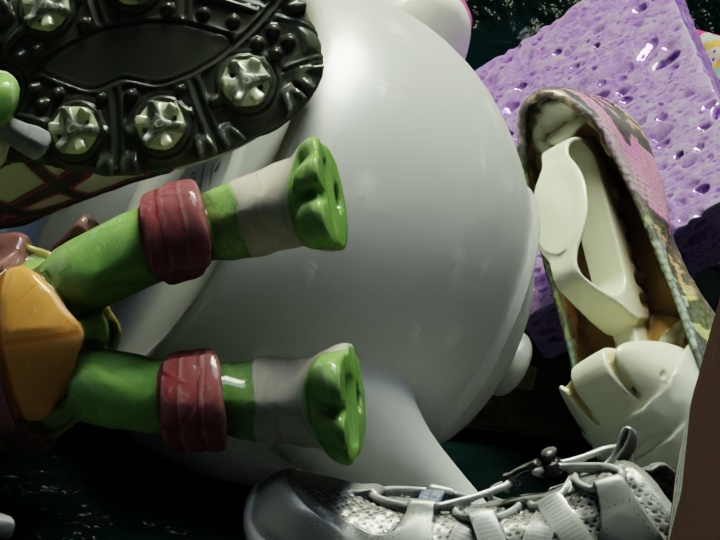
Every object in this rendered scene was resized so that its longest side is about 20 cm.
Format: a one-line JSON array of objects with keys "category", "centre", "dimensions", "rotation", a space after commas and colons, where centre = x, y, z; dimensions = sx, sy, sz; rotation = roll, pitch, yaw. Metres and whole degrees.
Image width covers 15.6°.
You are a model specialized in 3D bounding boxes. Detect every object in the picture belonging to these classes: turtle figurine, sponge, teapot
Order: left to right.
[{"category": "turtle figurine", "centre": [-0.103, 0.015, 0.802], "dimensions": [0.193, 0.200, 0.144], "rotation": [-7, 50, 8]}, {"category": "teapot", "centre": [0.000, 0.000, 0.975], "dimensions": [0.146, 0.201, 0.197], "rotation": [28, -13, -20]}, {"category": "sponge", "centre": [0.104, -0.053, 1.124], "dimensions": [0.030, 0.111, 0.200], "rotation": [50, 15, -31]}]

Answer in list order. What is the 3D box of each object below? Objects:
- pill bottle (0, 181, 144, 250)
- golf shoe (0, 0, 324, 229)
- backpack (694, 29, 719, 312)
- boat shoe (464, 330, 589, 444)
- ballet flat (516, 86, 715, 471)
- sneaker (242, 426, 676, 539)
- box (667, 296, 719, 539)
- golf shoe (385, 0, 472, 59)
[{"category": "pill bottle", "centre": [-0.143, -0.029, 1.120], "dimensions": [0.112, 0.113, 0.200], "rotation": [4, 12, -34]}, {"category": "golf shoe", "centre": [-0.106, -0.056, 0.909], "dimensions": [0.199, 0.078, 0.088], "rotation": [-12, -13, 9]}, {"category": "backpack", "centre": [0.181, -0.014, 1.188], "dimensions": [0.200, 0.151, 0.178], "rotation": [29, -24, 48]}, {"category": "boat shoe", "centre": [0.024, 0.033, 1.127], "dimensions": [0.199, 0.072, 0.076], "rotation": [19, -3, -11]}, {"category": "ballet flat", "centre": [0.098, 0.019, 0.989], "dimensions": [0.069, 0.201, 0.071], "rotation": [-30, -26, 27]}, {"category": "sneaker", "centre": [0.063, 0.083, 0.824], "dimensions": [0.199, 0.082, 0.075], "rotation": [12, 10, 2]}, {"category": "box", "centre": [0.185, 0.069, 0.672], "dimensions": [0.199, 0.165, 0.166], "rotation": [12, 37, 2]}, {"category": "golf shoe", "centre": [-0.013, -0.045, 1.170], "dimensions": [0.075, 0.200, 0.091], "rotation": [42, -5, -23]}]
